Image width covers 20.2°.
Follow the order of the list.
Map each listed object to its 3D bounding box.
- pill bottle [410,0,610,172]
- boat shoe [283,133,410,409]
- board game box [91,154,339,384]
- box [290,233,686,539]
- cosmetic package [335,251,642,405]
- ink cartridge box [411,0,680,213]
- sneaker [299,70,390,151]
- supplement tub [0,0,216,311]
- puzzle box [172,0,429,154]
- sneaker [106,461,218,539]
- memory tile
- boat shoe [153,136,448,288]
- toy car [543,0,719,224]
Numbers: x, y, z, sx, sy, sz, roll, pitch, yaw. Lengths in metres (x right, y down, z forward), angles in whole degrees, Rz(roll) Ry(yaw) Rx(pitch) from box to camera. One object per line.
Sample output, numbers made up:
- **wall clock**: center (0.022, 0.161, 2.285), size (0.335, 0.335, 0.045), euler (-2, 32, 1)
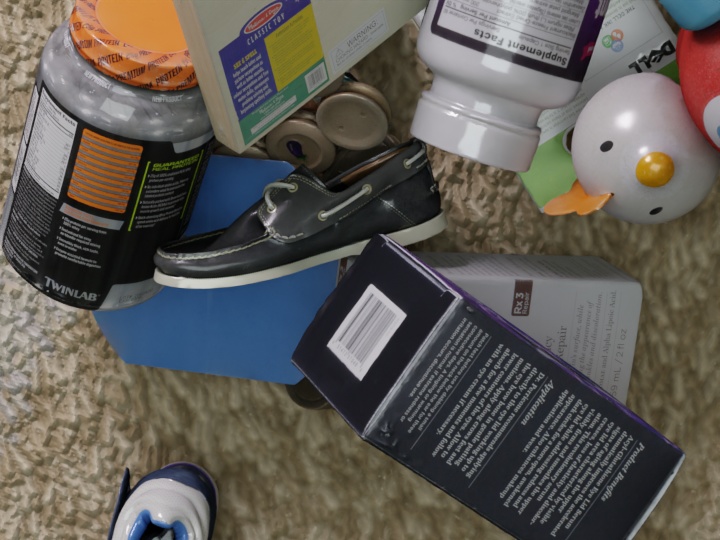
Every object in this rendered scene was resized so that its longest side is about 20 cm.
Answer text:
- **pill bottle**: center (0.100, -0.170, 1.289), size (0.111, 0.111, 0.201), euler (19, 101, 2)
- **boat shoe**: center (0.000, 0.000, 1.420), size (0.072, 0.068, 0.201), euler (26, 104, 36)
- **board game box**: center (-0.100, -0.008, 1.421), size (0.199, 0.039, 0.159), euler (6, 106, 18)
- **box**: center (0.078, 0.086, 1.265), size (0.200, 0.148, 0.105), euler (34, 93, -26)
- **cosmetic package**: center (0.083, 0.043, 1.373), size (0.199, 0.074, 0.102), euler (0, 105, -21)
- **ink cartridge box**: center (0.128, -0.164, 1.384), size (0.147, 0.076, 0.200), euler (-32, 98, 7)
- **sneaker**: center (-0.063, -0.152, 1.401), size (0.199, 0.071, 0.080), euler (24, 63, -14)
- **supplement tub**: center (-0.158, -0.082, 1.309), size (0.122, 0.123, 0.200), euler (24, 128, 2)
- **puzzle box**: center (-0.026, -0.179, 1.251), size (0.200, 0.133, 0.025), euler (-40, 51, -23)
- **sneaker**: center (-0.156, 0.235, 1.419), size (0.080, 0.146, 0.201), euler (19, 98, 2)
- **memory tile**: center (-0.091, -0.111, 1.370), size (0.199, 0.017, 0.153), euler (-22, 126, 33)
- **boat shoe**: center (-0.043, -0.035, 1.320), size (0.199, 0.072, 0.068), euler (-16, 108, -14)
- **toy car**: center (0.198, -0.085, 1.243), size (0.200, 0.177, 0.184), euler (-39, 103, 13)
